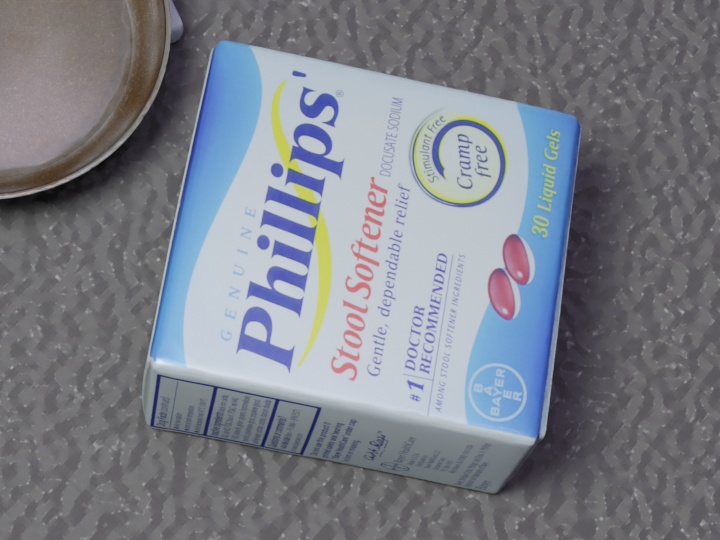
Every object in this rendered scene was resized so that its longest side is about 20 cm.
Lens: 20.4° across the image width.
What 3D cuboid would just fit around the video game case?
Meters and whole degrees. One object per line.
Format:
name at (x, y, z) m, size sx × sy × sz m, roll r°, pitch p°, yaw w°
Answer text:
video game case at (-0.222, -0.184, 1.122) m, size 0.181 × 0.024 × 0.201 m, roll -24°, pitch 76°, yaw -15°

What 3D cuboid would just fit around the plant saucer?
plant saucer at (-0.201, -0.128, 1.076) m, size 0.198 × 0.032 × 0.202 m, roll 2°, pitch 71°, yaw -7°

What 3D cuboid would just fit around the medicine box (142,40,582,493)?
medicine box at (0.000, 0.000, 1.043) m, size 0.198 × 0.103 × 0.184 m, roll 11°, pitch 69°, yaw -5°
